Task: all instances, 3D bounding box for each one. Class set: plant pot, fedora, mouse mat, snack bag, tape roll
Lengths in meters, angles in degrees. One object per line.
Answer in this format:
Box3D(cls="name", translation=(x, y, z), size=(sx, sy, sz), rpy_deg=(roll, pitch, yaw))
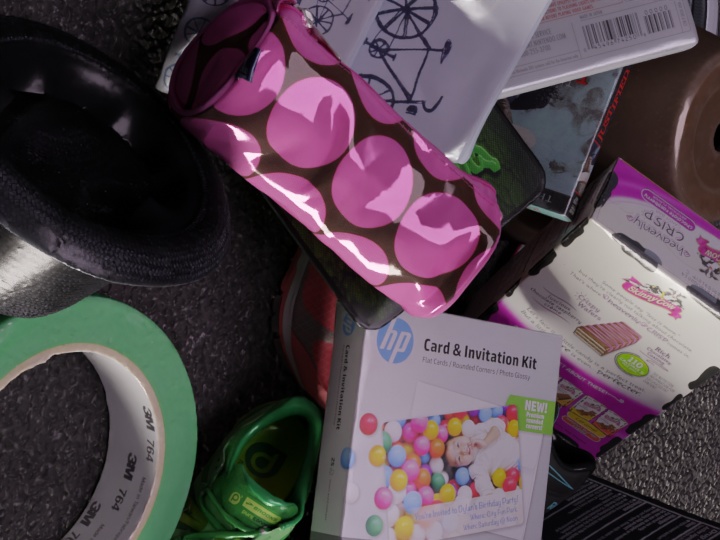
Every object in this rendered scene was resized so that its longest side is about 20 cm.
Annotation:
Box3D(cls="plant pot", translation=(0.171, -0.102, 1.231), size=(0.199, 0.174, 0.202), rpy_deg=(-17, 115, -42))
Box3D(cls="fedora", translation=(-0.161, -0.039, 0.938), size=(0.092, 0.202, 0.200), rpy_deg=(-45, 144, 24))
Box3D(cls="mouse mat", translation=(0.004, -0.087, 1.089), size=(0.161, 0.008, 0.201), rpy_deg=(-39, 97, -22))
Box3D(cls="snack bag", translation=(0.008, -0.146, 1.010), size=(0.198, 0.022, 0.189), rpy_deg=(16, 127, -18))
Box3D(cls="tape roll", translation=(-0.179, 0.107, 1.015), size=(0.199, 0.048, 0.203), rpy_deg=(-18, 116, -43))

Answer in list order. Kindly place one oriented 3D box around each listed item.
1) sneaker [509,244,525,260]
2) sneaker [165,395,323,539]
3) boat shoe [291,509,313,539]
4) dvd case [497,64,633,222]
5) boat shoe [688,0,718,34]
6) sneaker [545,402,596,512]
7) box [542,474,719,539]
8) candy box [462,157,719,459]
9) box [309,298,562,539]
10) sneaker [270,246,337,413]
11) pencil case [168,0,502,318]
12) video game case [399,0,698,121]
Box3D(cls="sneaker", translation=(0.177, 0.057, 1.351), size=(0.200, 0.088, 0.082), rpy_deg=(44, 70, -45))
Box3D(cls="sneaker", translation=(-0.082, 0.153, 1.088), size=(0.074, 0.084, 0.201), rpy_deg=(29, 61, -4))
Box3D(cls="boat shoe", translation=(-0.003, 0.157, 1.211), size=(0.199, 0.074, 0.074), rpy_deg=(-31, 111, -49))
Box3D(cls="dvd case", translation=(0.104, -0.146, 1.169), size=(0.202, 0.145, 0.022), rpy_deg=(-68, 157, -5))
Box3D(cls="boat shoe", translation=(0.226, -0.146, 1.366), size=(0.067, 0.073, 0.202), rpy_deg=(-26, 131, -57))
Box3D(cls="sneaker", translation=(0.083, 0.081, 1.232), size=(0.201, 0.079, 0.076), rpy_deg=(55, 19, -22))
Box3D(cls="box", translation=(0.133, 0.240, 1.280), size=(0.199, 0.197, 0.125), rpy_deg=(-23, 118, -40))
Box3D(cls="candy box", translation=(0.162, 0.030, 1.213), size=(0.136, 0.200, 0.061), rpy_deg=(35, 53, -7))
Box3D(cls="box", translation=(0.045, 0.128, 1.125), size=(0.155, 0.041, 0.202), rpy_deg=(12, 82, -34))
Box3D(cls="sneaker", translation=(0.000, 0.000, 1.143), size=(0.073, 0.086, 0.202), rpy_deg=(-11, 110, -43))
Box3D(cls="pencil case", translation=(-0.007, -0.063, 1.007), size=(0.094, 0.091, 0.200), rpy_deg=(-47, 120, 5))
Box3D(cls="video game case", translation=(0.089, -0.199, 1.110), size=(0.198, 0.023, 0.184), rpy_deg=(-15, 88, -13))
